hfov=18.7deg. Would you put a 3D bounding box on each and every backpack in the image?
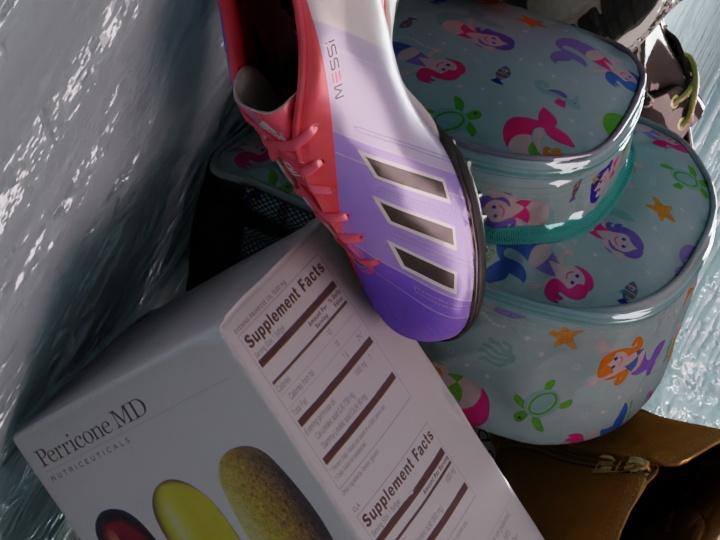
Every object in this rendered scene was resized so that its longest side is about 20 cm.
[{"bbox_3d":[0.049,-0.025,0.919,0.178,0.199,0.151,-48,162,-53],"label":"backpack"}]

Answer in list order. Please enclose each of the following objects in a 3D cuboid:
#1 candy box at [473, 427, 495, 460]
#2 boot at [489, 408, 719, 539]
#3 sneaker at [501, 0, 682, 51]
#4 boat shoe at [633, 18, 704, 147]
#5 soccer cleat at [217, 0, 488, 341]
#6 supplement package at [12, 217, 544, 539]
[{"bbox_3d":[0.039,0.069,1.044,0.199,0.138,0.061,-3,169,-38],"label":"candy box"},{"bbox_3d":[0.111,0.075,0.958,0.201,0.143,0.071,-48,120,-40],"label":"boot"},{"bbox_3d":[0.085,-0.101,1.037,0.088,0.078,0.199,-6,164,-47],"label":"sneaker"},{"bbox_3d":[0.151,-0.088,1.151,0.202,0.060,0.072,81,24,-52],"label":"boat shoe"},{"bbox_3d":[-0.010,-0.050,0.774,0.073,0.068,0.201,-42,128,-37],"label":"soccer cleat"},{"bbox_3d":[-0.018,0.101,0.837,0.113,0.201,0.110,-28,-170,31],"label":"supplement package"}]
